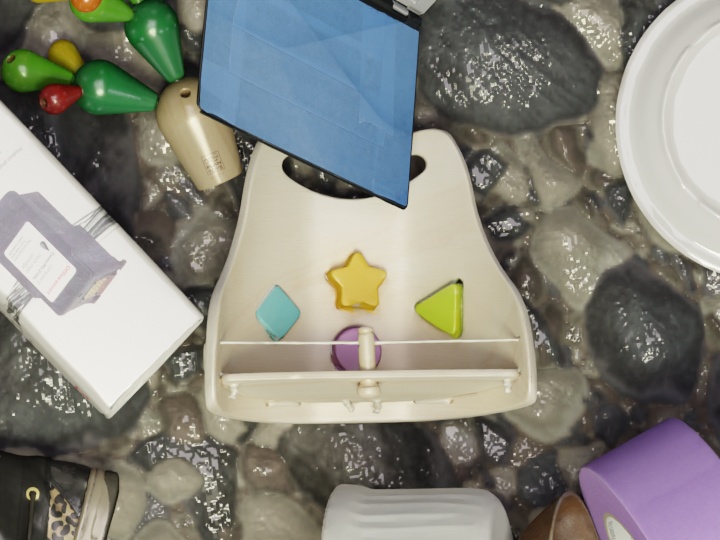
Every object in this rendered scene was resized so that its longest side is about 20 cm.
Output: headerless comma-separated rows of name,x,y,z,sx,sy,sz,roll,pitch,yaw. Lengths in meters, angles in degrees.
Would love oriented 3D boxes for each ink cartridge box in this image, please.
ink cartridge box,-0.191,-0.012,1.613,0.084,0.145,0.200,-43,92,-6

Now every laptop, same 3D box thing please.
laptop,0.012,-0.169,1.582,0.200,0.187,0.116,-45,48,20

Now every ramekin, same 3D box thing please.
ramekin,0.042,0.222,1.589,0.097,0.200,0.202,-6,88,9

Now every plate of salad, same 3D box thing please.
plate of salad,0.261,-0.091,1.713,0.199,0.048,0.201,0,84,4

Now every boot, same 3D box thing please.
boot,-0.244,0.193,1.633,0.150,0.073,0.201,21,81,-6

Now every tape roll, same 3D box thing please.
tape roll,0.208,0.191,1.616,0.065,0.200,0.201,-29,90,-6

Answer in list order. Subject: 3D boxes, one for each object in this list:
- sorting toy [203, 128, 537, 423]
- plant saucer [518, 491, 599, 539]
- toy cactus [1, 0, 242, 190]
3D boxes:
sorting toy,0.000,0.000,1.661,0.199,0.107,0.181,0,80,-6
plant saucer,0.122,0.234,1.618,0.034,0.200,0.201,-7,88,15
toy cactus,-0.114,-0.132,1.662,0.199,0.102,0.166,-26,100,-15
